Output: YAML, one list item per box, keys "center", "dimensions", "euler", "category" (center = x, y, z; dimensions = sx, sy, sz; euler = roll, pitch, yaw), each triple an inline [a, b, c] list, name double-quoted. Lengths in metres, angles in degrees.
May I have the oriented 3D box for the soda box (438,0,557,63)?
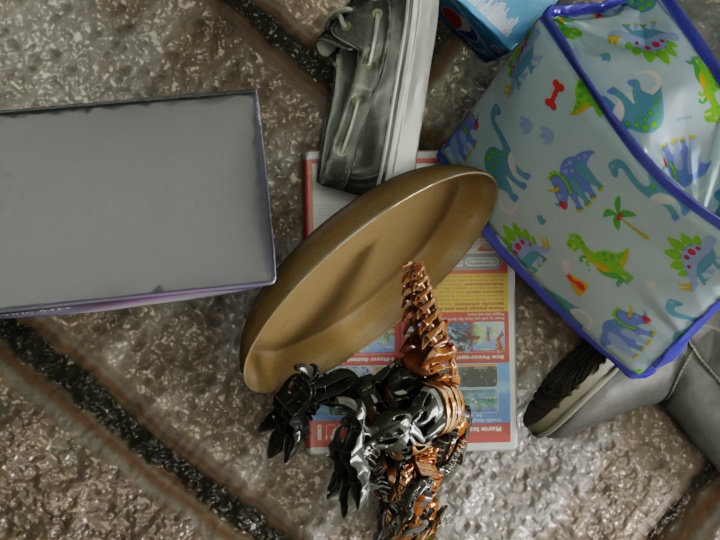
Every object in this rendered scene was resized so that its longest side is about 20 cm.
- center: [0.134, -0.233, 1.559]
  dimensions: [0.064, 0.068, 0.200]
  euler: [44, 81, -7]
  category: "soda box"

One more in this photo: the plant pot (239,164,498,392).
- center: [0.000, 0.000, 1.453]
  dimensions: [0.200, 0.200, 0.027]
  euler: [-38, 72, -10]
  category: "plant pot"

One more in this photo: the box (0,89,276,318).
- center: [-0.168, -0.036, 1.426]
  dimensions: [0.200, 0.198, 0.124]
  euler: [-6, 90, -11]
  category: "box"

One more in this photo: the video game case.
- center: [0.033, 0.020, 1.558]
  dimensions: [0.143, 0.017, 0.200]
  euler: [0, 89, -12]
  category: "video game case"

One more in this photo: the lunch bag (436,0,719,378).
- center: [0.167, -0.052, 1.473]
  dimensions: [0.127, 0.170, 0.200]
  euler: [-18, 68, -32]
  category: "lunch bag"

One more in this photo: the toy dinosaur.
- center: [0.018, 0.091, 1.497]
  dimensions: [0.136, 0.102, 0.200]
  euler: [-12, 99, -35]
  category: "toy dinosaur"

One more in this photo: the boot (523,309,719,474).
- center: [0.232, 0.112, 1.578]
  dimensions: [0.182, 0.073, 0.200]
  euler: [-40, 103, -8]
  category: "boot"

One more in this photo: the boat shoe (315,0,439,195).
- center: [0.007, -0.146, 1.521]
  dimensions: [0.071, 0.072, 0.200]
  euler: [7, 80, -14]
  category: "boat shoe"
